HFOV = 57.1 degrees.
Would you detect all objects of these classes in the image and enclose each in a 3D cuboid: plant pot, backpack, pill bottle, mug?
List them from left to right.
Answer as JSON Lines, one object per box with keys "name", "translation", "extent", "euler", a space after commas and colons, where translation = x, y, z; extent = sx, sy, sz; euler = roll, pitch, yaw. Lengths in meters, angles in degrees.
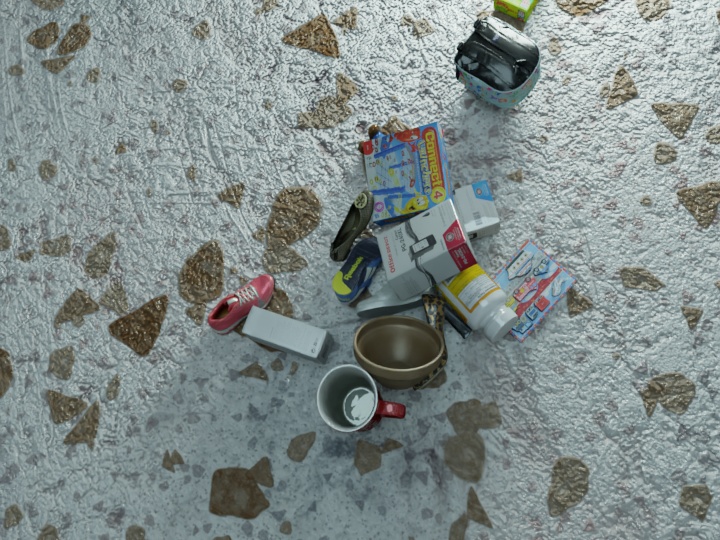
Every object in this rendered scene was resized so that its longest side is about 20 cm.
{"name": "mug", "translation": [0.003, 0.303, 1.442], "extent": [0.176, 0.200, 0.134], "euler": [37, 82, 18]}
{"name": "plant pot", "translation": [0.080, 0.191, 1.438], "extent": [0.195, 0.095, 0.202], "euler": [2, 31, -1]}
{"name": "pill bottle", "translation": [0.263, 0.062, 1.509], "extent": [0.111, 0.111, 0.201], "euler": [-39, 66, -4]}
{"name": "backpack", "translation": [0.350, -0.508, 1.654], "extent": [0.199, 0.151, 0.179], "euler": [36, 84, 25]}

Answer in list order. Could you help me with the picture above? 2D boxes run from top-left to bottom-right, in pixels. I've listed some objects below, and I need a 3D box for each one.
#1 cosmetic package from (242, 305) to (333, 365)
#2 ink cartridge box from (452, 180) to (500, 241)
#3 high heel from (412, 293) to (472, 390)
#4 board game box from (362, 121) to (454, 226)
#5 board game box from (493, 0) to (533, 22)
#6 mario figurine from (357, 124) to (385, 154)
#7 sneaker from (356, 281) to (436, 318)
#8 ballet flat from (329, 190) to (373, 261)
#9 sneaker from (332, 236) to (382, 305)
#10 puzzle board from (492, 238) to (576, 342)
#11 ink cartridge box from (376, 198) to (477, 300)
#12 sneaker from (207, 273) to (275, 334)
{"name": "cosmetic package", "translation": [-0.171, 0.155, 1.572], "extent": [0.196, 0.102, 0.076], "euler": [19, 76, 13]}
{"name": "ink cartridge box", "translation": [0.228, -0.126, 1.603], "extent": [0.195, 0.068, 0.119], "euler": [-17, 70, 5]}
{"name": "high heel", "translation": [0.146, 0.160, 1.512], "extent": [0.142, 0.071, 0.201], "euler": [41, 76, 1]}
{"name": "board game box", "translation": [0.113, -0.228, 1.575], "extent": [0.191, 0.056, 0.206], "euler": [-12, 79, 21]}
{"name": "board game box", "translation": [0.448, -0.777, 1.774], "extent": [0.100, 0.048, 0.202], "euler": [29, 80, 17]}
{"name": "mario figurine", "translation": [0.090, -0.306, 1.660], "extent": [0.197, 0.105, 0.126], "euler": [27, 114, 24]}
{"name": "sneaker", "translation": [0.074, 0.039, 1.583], "extent": [0.195, 0.074, 0.118], "euler": [-13, 69, -5]}
{"name": "ballet flat", "translation": [-0.026, -0.106, 1.599], "extent": [0.202, 0.046, 0.068], "euler": [-60, 42, 28]}
{"name": "sneaker", "translation": [0.000, 0.000, 1.608], "extent": [0.073, 0.083, 0.201], "euler": [27, 60, 25]}
{"name": "puzzle board", "translation": [0.387, 0.044, 1.551], "extent": [0.150, 0.017, 0.200], "euler": [43, 84, 18]}
{"name": "ink cartridge box", "translation": [0.145, -0.046, 1.489], "extent": [0.197, 0.084, 0.147], "euler": [-27, 45, 14]}
{"name": "sneaker", "translation": [-0.292, 0.081, 1.622], "extent": [0.199, 0.087, 0.074], "euler": [-40, 72, -4]}
